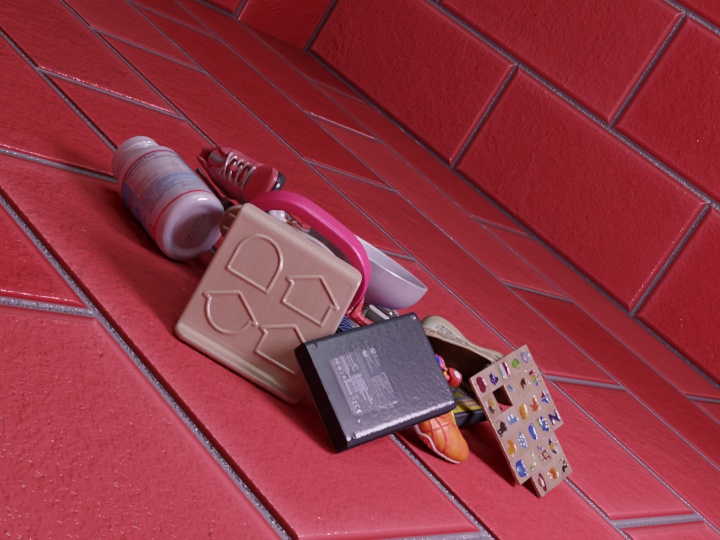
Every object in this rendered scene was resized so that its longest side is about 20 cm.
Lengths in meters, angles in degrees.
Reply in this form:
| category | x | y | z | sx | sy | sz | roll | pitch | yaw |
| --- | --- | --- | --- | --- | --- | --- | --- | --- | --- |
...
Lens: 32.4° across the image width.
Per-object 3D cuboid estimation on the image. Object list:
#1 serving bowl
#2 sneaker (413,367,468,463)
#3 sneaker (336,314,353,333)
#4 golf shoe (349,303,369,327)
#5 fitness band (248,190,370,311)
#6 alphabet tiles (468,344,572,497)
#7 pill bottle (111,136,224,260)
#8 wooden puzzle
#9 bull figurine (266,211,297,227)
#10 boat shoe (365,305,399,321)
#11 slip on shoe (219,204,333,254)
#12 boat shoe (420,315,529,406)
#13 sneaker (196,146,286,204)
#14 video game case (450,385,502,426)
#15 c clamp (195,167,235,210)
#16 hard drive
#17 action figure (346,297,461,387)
| category | x | y | z | sx | sy | sz | roll | pitch | yaw |
| --- | --- | --- | --- | --- | --- | --- | --- | --- | --- |
| serving bowl | 0.000 | 0.000 | 1.831 | 0.199 | 0.066 | 0.200 | 34 | 6 | -4 |
| sneaker | 0.098 | 0.181 | 1.693 | 0.201 | 0.076 | 0.073 | 56 | 13 | -18 |
| sneaker | -0.040 | 0.090 | 1.709 | 0.200 | 0.070 | 0.078 | 48 | 0 | 18 |
| golf shoe | -0.049 | 0.057 | 1.862 | 0.096 | 0.079 | 0.200 | 31 | 12 | 16 |
| fitness band | -0.080 | -0.018 | 1.655 | 0.199 | 0.144 | 0.038 | 36 | 31 | -5 |
| alphabet tiles | 0.247 | 0.225 | 1.835 | 0.166 | 0.007 | 0.202 | -22 | 86 | -50 |
| pill bottle | -0.287 | -0.111 | 1.805 | 0.108 | 0.110 | 0.200 | 18 | 21 | -46 |
| wooden puzzle | -0.118 | 0.043 | 1.585 | 0.184 | 0.202 | 0.046 | 31 | -19 | -10 |
| bull figurine | -0.116 | -0.043 | 1.863 | 0.201 | 0.065 | 0.122 | 63 | -4 | -37 |
| boat shoe | -0.010 | 0.024 | 2.002 | 0.200 | 0.061 | 0.072 | 34 | -22 | 23 |
| slip on shoe | -0.105 | -0.026 | 1.728 | 0.198 | 0.077 | 0.061 | 28 | 8 | 1 |
| boat shoe | 0.165 | 0.147 | 1.877 | 0.198 | 0.074 | 0.063 | 32 | 22 | 3 |
| sneaker | -0.181 | -0.136 | 1.786 | 0.086 | 0.074 | 0.199 | 37 | -8 | -31 |
| video game case | 0.109 | 0.166 | 1.872 | 0.180 | 0.026 | 0.199 | 40 | 14 | 23 |
| c clamp | -0.169 | -0.052 | 1.856 | 0.172 | 0.027 | 0.200 | 54 | -5 | 25 |
| hard drive | 0.023 | 0.138 | 1.577 | 0.198 | 0.033 | 0.141 | -13 | 72 | -41 |
| action figure | 0.068 | 0.106 | 1.783 | 0.199 | 0.052 | 0.065 | 39 | -17 | -12 |
